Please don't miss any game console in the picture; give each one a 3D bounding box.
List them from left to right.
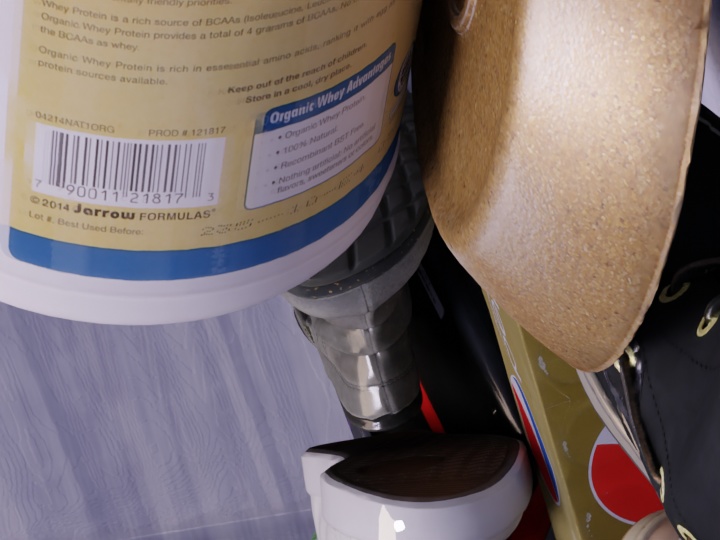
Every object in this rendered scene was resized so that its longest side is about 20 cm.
[{"bbox_3d":[0.021,0.018,1.051,0.201,0.031,0.177,63,162,19],"label":"game console"}]

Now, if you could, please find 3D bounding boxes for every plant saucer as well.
[{"bbox_3d":[0.040,-0.076,0.652,0.200,0.035,0.202,-179,90,-80],"label":"plant saucer"}]

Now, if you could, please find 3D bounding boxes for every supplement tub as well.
[{"bbox_3d":[-0.050,-0.103,0.653,0.145,0.144,0.201,-114,25,-42],"label":"supplement tub"}]

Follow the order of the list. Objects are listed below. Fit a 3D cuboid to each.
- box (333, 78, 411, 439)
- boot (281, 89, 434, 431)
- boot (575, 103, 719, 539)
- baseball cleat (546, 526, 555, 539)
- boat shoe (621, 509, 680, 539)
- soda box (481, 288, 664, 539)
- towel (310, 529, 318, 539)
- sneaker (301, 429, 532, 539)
[{"bbox_3d":[0.021,-0.017,1.261,0.123,0.105,0.201,-113,4,-47],"label":"box"},{"bbox_3d":[0.000,0.000,0.928,0.200,0.067,0.131,-111,4,-64],"label":"boot"},{"bbox_3d":[0.098,0.008,0.616,0.154,0.073,0.204,88,168,-56],"label":"boot"},{"bbox_3d":[0.082,0.062,1.056,0.106,0.069,0.201,70,178,-76],"label":"baseball cleat"},{"bbox_3d":[0.142,0.164,0.858,0.064,0.071,0.201,-22,93,48],"label":"boat shoe"},{"bbox_3d":[0.080,0.018,0.883,0.064,0.067,0.201,-115,7,-61],"label":"soda box"},{"bbox_3d":[0.060,0.167,1.077,0.199,0.023,0.153,34,-153,1],"label":"towel"},{"bbox_3d":[0.023,0.102,0.959,0.200,0.072,0.085,166,96,-84],"label":"sneaker"}]
